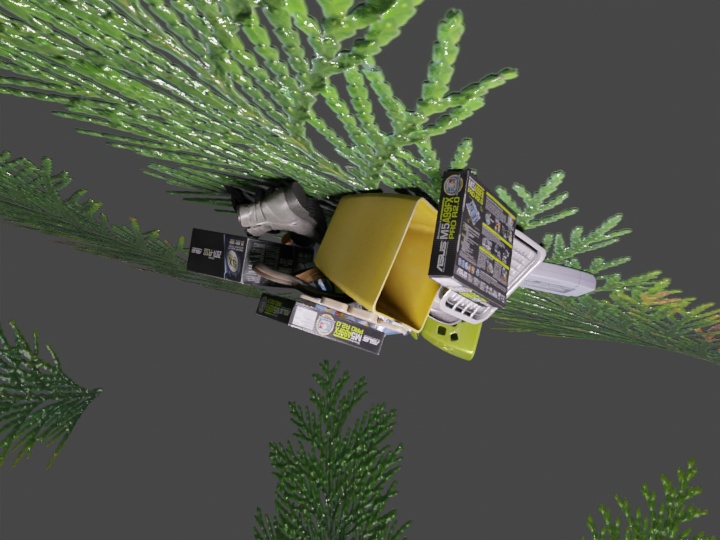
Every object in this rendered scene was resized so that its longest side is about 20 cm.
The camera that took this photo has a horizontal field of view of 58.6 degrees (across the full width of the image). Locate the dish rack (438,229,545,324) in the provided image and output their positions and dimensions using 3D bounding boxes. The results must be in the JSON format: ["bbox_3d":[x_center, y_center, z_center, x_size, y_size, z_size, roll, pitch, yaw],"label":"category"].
[{"bbox_3d":[0.240,0.005,1.198,0.170,0.200,0.044,23,-154,-46],"label":"dish rack"}]

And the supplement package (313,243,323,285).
[{"bbox_3d":[-0.011,-0.009,1.469,0.116,0.119,0.199,2,166,33],"label":"supplement package"}]

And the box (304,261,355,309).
[{"bbox_3d":[0.000,0.000,1.307,0.197,0.123,0.048,-12,147,-31],"label":"box"}]

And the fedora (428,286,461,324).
[{"bbox_3d":[0.157,0.000,1.283,0.199,0.177,0.091,41,136,5],"label":"fedora"}]

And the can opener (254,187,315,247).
[{"bbox_3d":[-0.138,-0.099,1.273,0.053,0.068,0.199,4,167,30],"label":"can opener"}]

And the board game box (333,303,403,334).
[{"bbox_3d":[0.038,0.081,1.424,0.197,0.062,0.201,-13,146,-27],"label":"board game box"}]

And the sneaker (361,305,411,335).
[{"bbox_3d":[0.093,0.086,1.328,0.197,0.087,0.077,-13,-172,-26],"label":"sneaker"}]

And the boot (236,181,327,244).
[{"bbox_3d":[-0.143,-0.092,1.205,0.129,0.069,0.200,-18,153,13],"label":"boot"}]

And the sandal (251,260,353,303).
[{"bbox_3d":[-0.100,0.014,1.171,0.197,0.055,0.082,22,176,-7],"label":"sandal"}]

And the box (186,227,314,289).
[{"bbox_3d":[-0.218,-0.021,1.288,0.162,0.088,0.199,10,-179,35],"label":"box"}]

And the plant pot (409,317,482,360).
[{"bbox_3d":[0.214,0.097,1.587,0.178,0.203,0.200,15,170,9],"label":"plant pot"}]

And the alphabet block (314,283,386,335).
[{"bbox_3d":[-0.016,0.074,1.701,0.193,0.199,0.200,13,170,-1],"label":"alphabet block"}]

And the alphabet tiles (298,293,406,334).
[{"bbox_3d":[-0.010,0.075,1.146,0.192,0.015,0.200,18,174,9],"label":"alphabet tiles"}]

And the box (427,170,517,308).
[{"bbox_3d":[0.179,-0.041,0.992,0.044,0.163,0.199,1,166,35],"label":"box"}]

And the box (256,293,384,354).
[{"bbox_3d":[-0.076,0.099,1.204,0.198,0.045,0.159,22,172,-31],"label":"box"}]

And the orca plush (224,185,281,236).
[{"bbox_3d":[-0.212,-0.104,1.313,0.103,0.072,0.200,9,169,11],"label":"orca plush"}]

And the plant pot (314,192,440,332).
[{"bbox_3d":[0.038,-0.030,1.154,0.175,0.203,0.199,22,177,33],"label":"plant pot"}]

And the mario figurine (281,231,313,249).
[{"bbox_3d":[-0.111,-0.018,1.523,0.105,0.126,0.199,-4,162,37],"label":"mario figurine"}]

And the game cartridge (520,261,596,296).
[{"bbox_3d":[0.396,0.015,1.387,0.196,0.042,0.133,12,165,-3],"label":"game cartridge"}]
